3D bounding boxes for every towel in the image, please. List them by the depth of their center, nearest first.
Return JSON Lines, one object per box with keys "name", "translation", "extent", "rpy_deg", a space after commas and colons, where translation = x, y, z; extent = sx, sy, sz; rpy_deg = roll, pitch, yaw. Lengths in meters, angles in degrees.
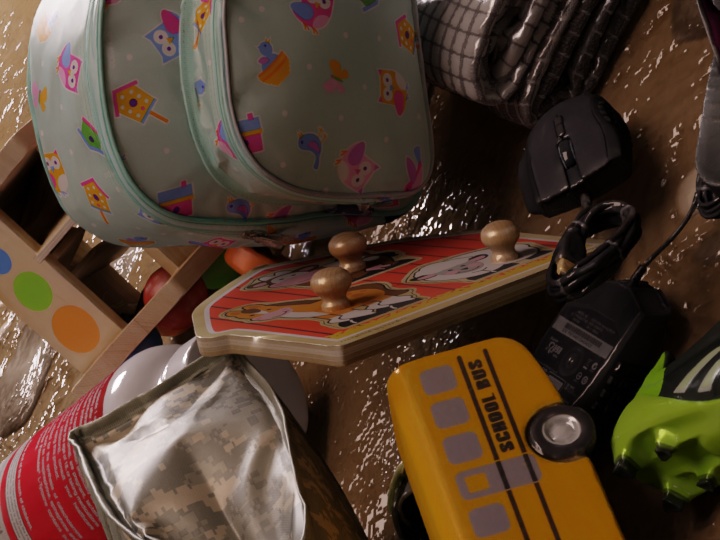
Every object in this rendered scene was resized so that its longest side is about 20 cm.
{"name": "towel", "translation": [0.095, -0.184, 1.270], "extent": [0.201, 0.085, 0.166], "rpy_deg": [-62, 26, 5]}

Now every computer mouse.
{"name": "computer mouse", "translation": [0.141, 0.002, 1.091], "extent": [0.200, 0.034, 0.059], "rpy_deg": [-55, 30, 2]}
{"name": "computer mouse", "translation": [0.099, -0.040, 1.102], "extent": [0.058, 0.034, 0.200], "rpy_deg": [-27, 18, 13]}

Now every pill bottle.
{"name": "pill bottle", "translation": [-0.121, 0.112, 1.348], "extent": [0.200, 0.112, 0.113], "rpy_deg": [-37, 37, 40]}

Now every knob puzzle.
{"name": "knob puzzle", "translation": [0.000, 0.000, 1.174], "extent": [0.219, 0.219, 0.031], "rpy_deg": [10, 115, 61]}

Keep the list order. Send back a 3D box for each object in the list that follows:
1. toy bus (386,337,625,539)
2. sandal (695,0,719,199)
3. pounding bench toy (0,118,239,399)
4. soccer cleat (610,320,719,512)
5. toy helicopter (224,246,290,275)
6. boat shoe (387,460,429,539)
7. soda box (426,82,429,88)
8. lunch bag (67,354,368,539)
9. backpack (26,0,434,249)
{"name": "toy bus", "translation": [0.075, 0.121, 0.993], "extent": [0.065, 0.078, 0.200], "rpy_deg": [82, 171, -47]}
{"name": "sandal", "translation": [0.185, -0.120, 1.077], "extent": [0.075, 0.048, 0.201], "rpy_deg": [-22, 41, 32]}
{"name": "pounding bench toy", "translation": [-0.146, -0.037, 1.495], "extent": [0.124, 0.156, 0.200], "rpy_deg": [-46, 4, 36]}
{"name": "soccer cleat", "translation": [0.177, 0.040, 0.955], "extent": [0.200, 0.067, 0.081], "rpy_deg": [-25, 33, 51]}
{"name": "toy helicopter", "translation": [-0.102, -0.058, 1.362], "extent": [0.132, 0.200, 0.079], "rpy_deg": [35, 99, 22]}
{"name": "boat shoe", "translation": [0.047, 0.112, 1.101], "extent": [0.202, 0.060, 0.072], "rpy_deg": [-99, 23, -49]}
{"name": "soda box", "translation": [-0.059, -0.132, 1.358], "extent": [0.070, 0.199, 0.064], "rpy_deg": [-1, 65, 60]}
{"name": "lunch bag", "translation": [-0.043, 0.156, 1.098], "extent": [0.117, 0.164, 0.200], "rpy_deg": [-30, 28, -7]}
{"name": "backpack", "translation": [-0.066, -0.098, 1.219], "extent": [0.153, 0.199, 0.177], "rpy_deg": [-4, 93, 61]}
